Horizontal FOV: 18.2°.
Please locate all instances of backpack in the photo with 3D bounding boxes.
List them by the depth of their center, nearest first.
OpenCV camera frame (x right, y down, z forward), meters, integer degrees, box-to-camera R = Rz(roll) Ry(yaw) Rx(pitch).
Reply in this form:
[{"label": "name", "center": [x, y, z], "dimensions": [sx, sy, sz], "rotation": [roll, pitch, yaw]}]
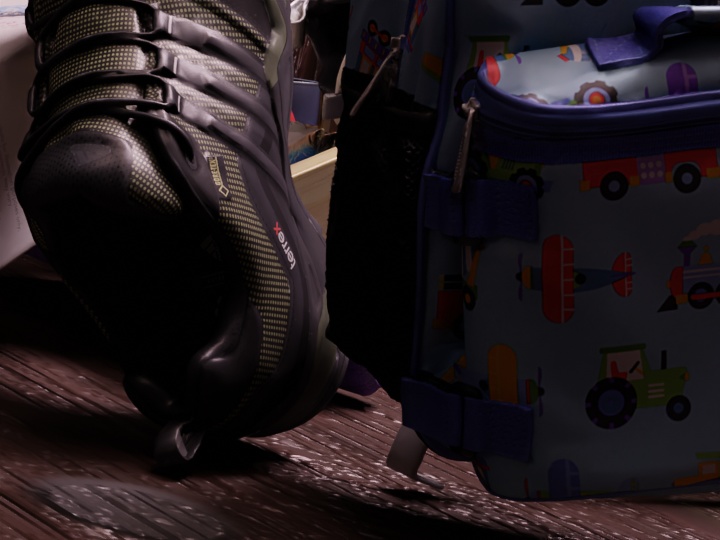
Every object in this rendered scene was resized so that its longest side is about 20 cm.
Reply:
[{"label": "backpack", "center": [0.085, -0.055, 0.596], "dimensions": [0.181, 0.201, 0.135], "rotation": [-1, 16, -13]}]

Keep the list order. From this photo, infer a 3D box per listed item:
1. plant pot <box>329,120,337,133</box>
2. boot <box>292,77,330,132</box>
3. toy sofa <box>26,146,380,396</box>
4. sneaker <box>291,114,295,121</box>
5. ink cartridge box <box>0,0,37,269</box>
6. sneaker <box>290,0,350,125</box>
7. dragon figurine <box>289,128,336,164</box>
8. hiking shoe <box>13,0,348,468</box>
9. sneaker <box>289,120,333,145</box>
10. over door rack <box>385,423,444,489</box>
[{"label": "plant pot", "center": [0.068, -0.090, 1.250], "dimensions": [0.199, 0.199, 0.200], "rotation": [14, 6, -2]}, {"label": "boot", "center": [-0.106, -0.065, 1.101], "dimensions": [0.199, 0.098, 0.075], "rotation": [14, 7, 2]}, {"label": "toy sofa", "center": [-0.080, -0.008, 0.816], "dimensions": [0.083, 0.098, 0.199], "rotation": [-23, 29, -36]}, {"label": "sneaker", "center": [-0.091, -0.093, 0.962], "dimensions": [0.077, 0.085, 0.200], "rotation": [-24, -31, 15]}, {"label": "ink cartridge box", "center": [-0.130, -0.062, 0.746], "dimensions": [0.116, 0.068, 0.200], "rotation": [8, 29, 29]}, {"label": "sneaker", "center": [0.051, -0.077, 0.902], "dimensions": [0.129, 0.080, 0.199], "rotation": [-32, 57, -34]}, {"label": "dragon figurine", "center": [0.000, 0.000, 0.874], "dimensions": [0.199, 0.100, 0.059], "rotation": [4, -7, -5]}, {"label": "hiking shoe", "center": [-0.059, -0.046, 0.640], "dimensions": [0.075, 0.201, 0.101], "rotation": [-20, -2, 17]}, {"label": "sneaker", "center": [-0.019, -0.013, 0.949], "dimensions": [0.199, 0.088, 0.076], "rotation": [-8, -27, 1]}, {"label": "over door rack", "center": [0.132, 0.057, 0.675], "dimensions": [0.199, 0.067, 0.147], "rotation": [8, 8, -44]}]
